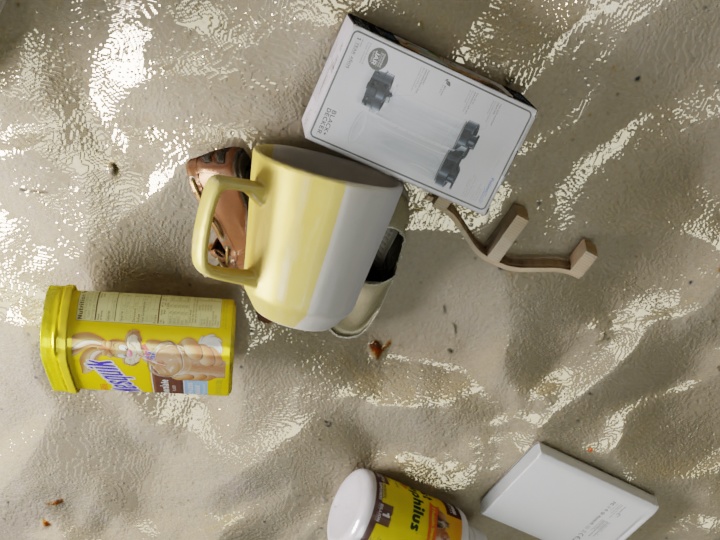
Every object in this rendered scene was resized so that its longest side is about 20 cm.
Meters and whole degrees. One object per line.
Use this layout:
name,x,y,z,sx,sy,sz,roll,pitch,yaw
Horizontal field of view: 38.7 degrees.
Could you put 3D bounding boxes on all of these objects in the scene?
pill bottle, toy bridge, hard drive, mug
pill bottle,0.063,0.338,1.314,0.198,0.110,0.110,26,122,-19
toy bridge,0.154,-0.038,1.094,0.197,0.027,0.068,24,122,-16
hard drive,0.274,0.309,1.347,0.198,0.026,0.132,26,121,-18
mug,-0.065,-0.033,0.994,0.183,0.150,0.156,13,104,-6

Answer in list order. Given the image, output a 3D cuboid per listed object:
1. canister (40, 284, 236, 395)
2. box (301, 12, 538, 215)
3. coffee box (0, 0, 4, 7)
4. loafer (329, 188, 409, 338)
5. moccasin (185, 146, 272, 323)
canister,-0.236,0.080,1.117,0.196,0.088,0.149,3,153,-7
box,0.055,-0.147,0.979,0.197,0.060,0.118,20,109,-15
coffee box,-0.417,-0.220,0.846,0.198,0.202,0.198,30,120,-22
loafer,0.000,0.000,1.093,0.074,0.069,0.202,11,125,-9
moccasin,-0.128,-0.030,1.068,0.076,0.074,0.203,-8,129,16
